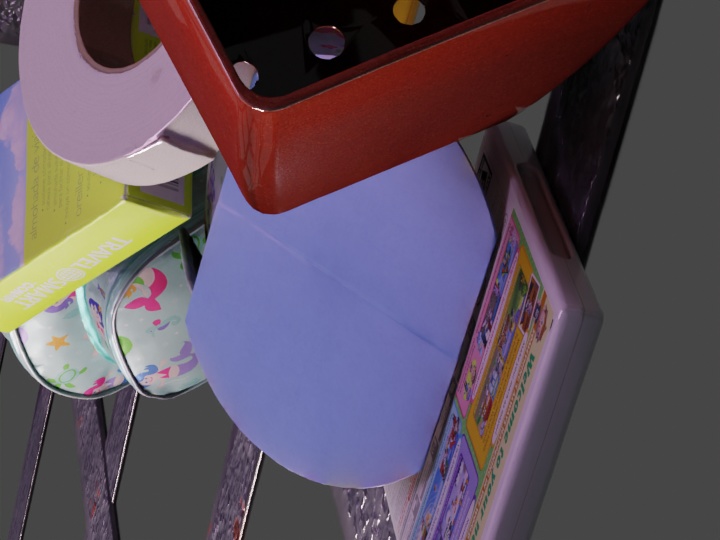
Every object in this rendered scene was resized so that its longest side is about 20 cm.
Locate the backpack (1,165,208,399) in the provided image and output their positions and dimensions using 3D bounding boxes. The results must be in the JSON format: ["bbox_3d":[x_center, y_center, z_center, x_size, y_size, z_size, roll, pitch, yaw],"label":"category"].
[{"bbox_3d":[-0.127,-0.017,1.640,0.151,0.199,0.178,57,166,38],"label":"backpack"}]

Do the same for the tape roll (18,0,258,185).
[{"bbox_3d":[-0.096,-0.141,1.382,0.202,0.037,0.204,-23,58,42],"label":"tape roll"}]

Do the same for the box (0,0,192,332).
[{"bbox_3d":[-0.162,-0.050,1.496,0.200,0.048,0.122,-29,52,45],"label":"box"}]

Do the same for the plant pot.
[{"bbox_3d":[-0.005,-0.138,1.170,0.200,0.199,0.176,61,163,20],"label":"plant pot"}]

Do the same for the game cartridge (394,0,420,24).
[{"bbox_3d":[0.000,-0.151,1.618,0.177,0.032,0.201,-101,21,-56],"label":"game cartridge"}]

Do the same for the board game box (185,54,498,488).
[{"bbox_3d":[0.000,0.000,1.306,0.158,0.039,0.201,32,118,33],"label":"board game box"}]

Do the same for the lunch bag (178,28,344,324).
[{"bbox_3d":[-0.029,-0.016,1.437,0.170,0.127,0.201,-112,28,-71],"label":"lunch bag"}]

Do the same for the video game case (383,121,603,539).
[{"bbox_3d":[0.055,0.061,1.249,0.182,0.022,0.201,-105,28,-61],"label":"video game case"}]
